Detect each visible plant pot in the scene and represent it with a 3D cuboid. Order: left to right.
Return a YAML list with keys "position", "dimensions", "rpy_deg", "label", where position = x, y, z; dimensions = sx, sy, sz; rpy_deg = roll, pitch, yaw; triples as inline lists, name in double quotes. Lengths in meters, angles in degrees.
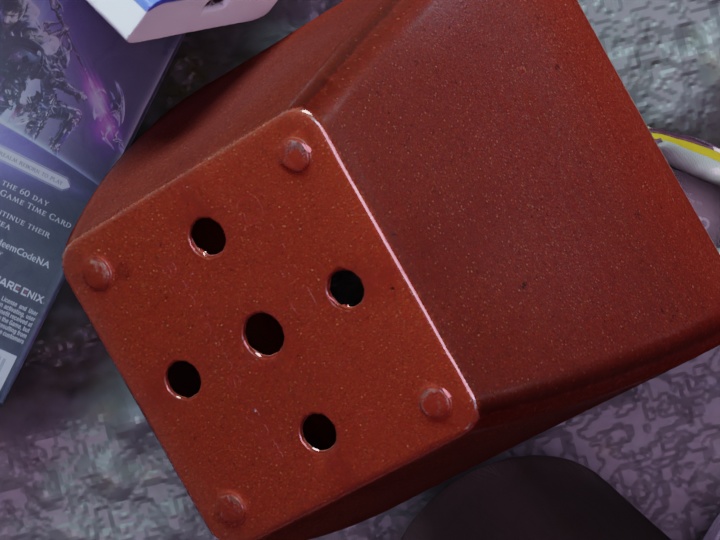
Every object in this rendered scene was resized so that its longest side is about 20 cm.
- position: [0.000, 0.000, 1.137]
  dimensions: [0.199, 0.176, 0.201]
  rpy_deg: [-29, 92, 32]
  label: "plant pot"

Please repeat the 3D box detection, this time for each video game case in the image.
- position: [-0.163, -0.060, 1.174]
  dimensions: [0.142, 0.019, 0.201]
  rpy_deg: [27, 89, -31]
  label: "video game case"

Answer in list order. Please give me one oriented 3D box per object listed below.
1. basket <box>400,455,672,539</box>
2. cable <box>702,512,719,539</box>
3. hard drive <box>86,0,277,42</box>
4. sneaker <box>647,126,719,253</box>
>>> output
- position: [0.094, 0.175, 1.158]
  dimensions: [0.179, 0.200, 0.137]
  rpy_deg: [-23, 124, -9]
  label: "basket"
- position: [0.236, 0.167, 1.243]
  dimensions: [0.198, 0.069, 0.201]
  rpy_deg: [-6, 90, -3]
  label: "cable"
- position: [-0.128, -0.173, 1.160]
  dimensions: [0.200, 0.132, 0.025]
  rpy_deg: [45, 112, 10]
  label: "hard drive"
- position: [0.085, -0.041, 1.222]
  dimensions: [0.199, 0.090, 0.075]
  rpy_deg: [9, 91, -3]
  label: "sneaker"
